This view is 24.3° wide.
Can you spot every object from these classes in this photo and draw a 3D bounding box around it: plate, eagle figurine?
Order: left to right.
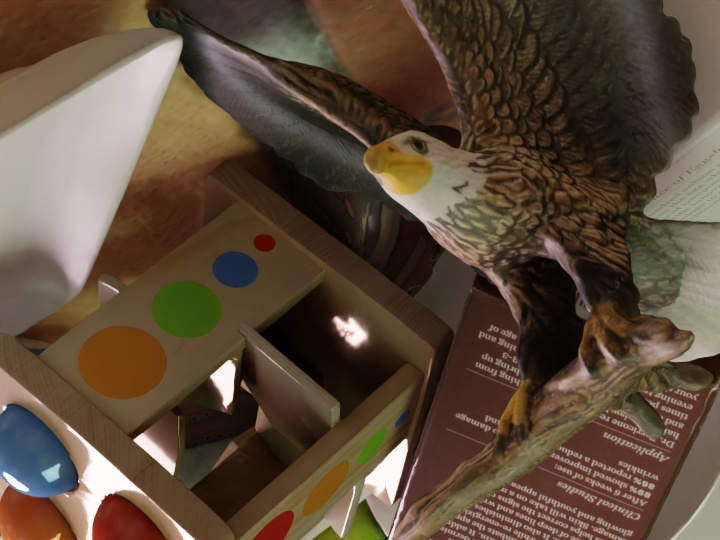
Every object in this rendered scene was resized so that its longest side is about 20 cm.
[{"bbox_3d":[-0.162,0.004,0.557,0.200,0.032,0.200,-34,169,-31],"label":"plate"},{"bbox_3d":[0.034,-0.039,0.530,0.151,0.200,0.151,-24,157,-4],"label":"eagle figurine"}]

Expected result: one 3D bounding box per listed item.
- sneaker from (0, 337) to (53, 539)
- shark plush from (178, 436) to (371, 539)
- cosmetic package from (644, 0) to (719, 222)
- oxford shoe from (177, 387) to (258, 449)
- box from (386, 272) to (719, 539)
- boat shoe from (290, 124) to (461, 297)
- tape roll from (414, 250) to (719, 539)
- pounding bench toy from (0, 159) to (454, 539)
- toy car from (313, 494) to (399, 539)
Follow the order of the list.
[{"bbox_3d":[-0.170,0.097,0.798,0.146,0.081,0.200,-19,153,0],"label":"sneaker"},{"bbox_3d":[-0.025,0.087,0.871,0.200,0.083,0.091,-36,173,-15],"label":"shark plush"},{"bbox_3d":[0.173,-0.107,0.620,0.200,0.123,0.199,-1,149,-48],"label":"cosmetic package"},{"bbox_3d":[-0.081,0.097,0.901,0.200,0.073,0.071,-6,153,-37],"label":"oxford shoe"},{"bbox_3d":[0.076,0.077,0.686,0.075,0.100,0.200,-59,168,-50],"label":"box"},{"bbox_3d":[0.000,0.000,0.762,0.072,0.076,0.200,-16,159,-25],"label":"boat shoe"},{"bbox_3d":[0.109,0.051,0.819,0.202,0.203,0.071,-35,156,28],"label":"tape roll"},{"bbox_3d":[-0.071,0.090,0.709,0.156,0.124,0.200,-40,158,-32],"label":"pounding bench toy"},{"bbox_3d":[-0.001,0.183,1.043,0.175,0.150,0.200,-28,-177,13],"label":"toy car"}]
